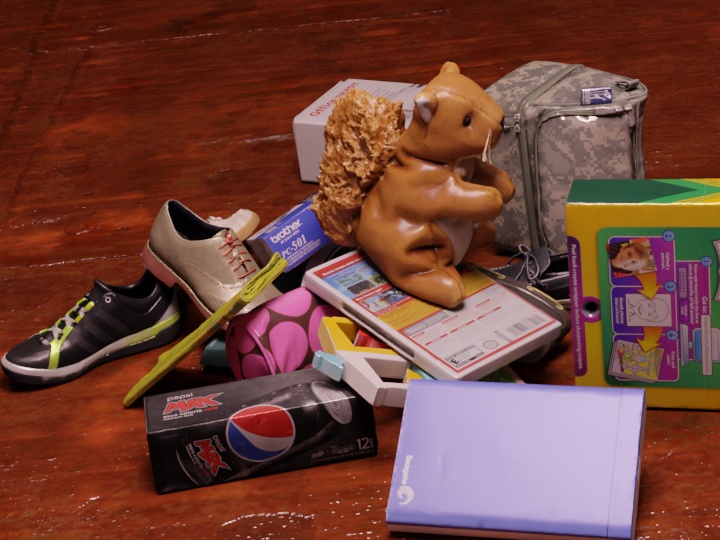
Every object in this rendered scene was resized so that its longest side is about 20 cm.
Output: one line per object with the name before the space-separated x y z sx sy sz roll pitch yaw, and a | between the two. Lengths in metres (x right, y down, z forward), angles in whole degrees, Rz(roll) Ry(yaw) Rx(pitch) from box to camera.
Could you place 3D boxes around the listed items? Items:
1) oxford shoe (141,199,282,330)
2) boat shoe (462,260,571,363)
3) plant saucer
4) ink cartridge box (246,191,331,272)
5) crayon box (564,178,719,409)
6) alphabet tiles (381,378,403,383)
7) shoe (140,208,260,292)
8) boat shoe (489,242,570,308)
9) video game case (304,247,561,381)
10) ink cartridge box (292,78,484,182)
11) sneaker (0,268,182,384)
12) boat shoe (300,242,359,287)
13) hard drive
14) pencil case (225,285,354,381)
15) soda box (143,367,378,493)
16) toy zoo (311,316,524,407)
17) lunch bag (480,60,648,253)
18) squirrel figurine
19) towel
oxford shoe | -0.132 0.002 1.730 0.199 0.075 0.070 31 34 19
boat shoe | 0.110 0.029 1.709 0.201 0.072 0.060 26 35 31
plant saucer | -0.088 0.046 1.781 0.070 0.019 0.200 3 26 25
ink cartridge box | -0.061 -0.042 1.814 0.094 0.044 0.200 -35 5 -7
crayon box | 0.272 0.021 1.542 0.171 0.201 0.058 0 26 14
alphabet tiles | -0.002 0.086 1.701 0.199 0.008 0.167 -16 27 -18
shoe | -0.171 -0.030 1.889 0.070 0.053 0.200 -35 4 33
boat shoe | 0.178 0.005 1.761 0.199 0.063 0.075 -5 27 7
video game case | 0.066 0.031 1.617 0.143 0.018 0.200 -24 44 -38
ink cartridge box | 0.040 -0.162 2.111 0.199 0.085 0.146 7 30 29
sneaker | -0.271 0.047 1.759 0.199 0.083 0.072 -21 29 -27
boat shoe | 0.000 0.000 1.803 0.063 0.071 0.200 6 26 24
hard drive | 0.128 0.155 1.436 0.199 0.025 0.133 1 59 16
pencil case | -0.032 0.056 1.667 0.199 0.094 0.091 -25 -14 -32
soda box | -0.088 0.137 1.552 0.199 0.064 0.071 -10 26 -6
toy zoo | 0.047 0.085 1.576 0.199 0.021 0.131 7 23 -28
lunch bag | 0.225 -0.112 1.831 0.167 0.201 0.139 12 31 36
squirrel figurine | 0.045 -0.100 1.623 0.199 0.188 0.142 20 35 18
towel | -0.148 0.056 1.644 0.200 0.018 0.086 -40 3 36
